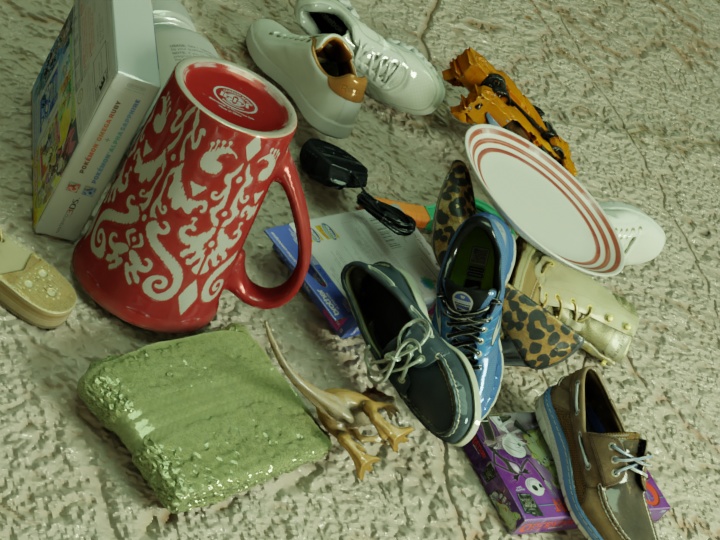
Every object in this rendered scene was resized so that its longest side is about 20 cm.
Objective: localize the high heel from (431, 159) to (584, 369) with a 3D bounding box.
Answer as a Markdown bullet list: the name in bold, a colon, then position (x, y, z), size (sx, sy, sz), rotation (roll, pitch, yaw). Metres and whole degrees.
- **high heel**: position (0.141, -0.007, 1.479), size (0.071, 0.142, 0.200), rotation (12, 77, -69)

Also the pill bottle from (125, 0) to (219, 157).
- **pill bottle**: position (-0.177, -0.161, 1.470), size (0.114, 0.114, 0.200), rotation (8, 43, -36)

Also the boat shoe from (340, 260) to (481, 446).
- **boat shoe**: position (0.041, 0.067, 1.361), size (0.062, 0.075, 0.200), rotation (17, 39, -43)

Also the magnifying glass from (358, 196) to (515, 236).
- **magnifying glass**: position (0.083, -0.054, 1.660), size (0.200, 0.022, 0.080), rotation (7, 44, -36)

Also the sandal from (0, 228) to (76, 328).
- **sandal**: position (-0.307, -0.043, 1.249), size (0.212, 0.070, 0.078), rotation (35, 33, -2)

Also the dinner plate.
- **dinner plate**: position (0.173, -0.064, 1.519), size (0.200, 0.024, 0.200), rotation (30, 31, -20)

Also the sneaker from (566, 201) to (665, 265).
- **sneaker**: position (0.243, -0.029, 1.630), size (0.200, 0.073, 0.085), rotation (11, 29, -29)

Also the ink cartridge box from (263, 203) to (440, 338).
- **ink cartridge box**: position (0.000, 0.000, 1.503), size (0.200, 0.042, 0.119), rotation (-11, 57, -51)

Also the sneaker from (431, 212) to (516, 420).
- **sneaker**: position (0.091, 0.043, 1.407), size (0.078, 0.200, 0.089), rotation (5, -6, 14)

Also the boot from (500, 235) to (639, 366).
- **boot**: position (0.206, 0.047, 1.600), size (0.155, 0.073, 0.200), rotation (35, 24, -2)

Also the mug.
- **mug**: position (-0.124, -0.064, 1.310), size (0.177, 0.200, 0.134), rotation (6, 37, -34)

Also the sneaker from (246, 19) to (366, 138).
- **sneaker**: position (-0.050, -0.226, 1.666), size (0.073, 0.085, 0.200), rotation (3, 34, -41)

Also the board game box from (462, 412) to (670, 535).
- **board game box**: position (0.189, 0.184, 1.463), size (0.200, 0.032, 0.120), rotation (3, 50, -40)

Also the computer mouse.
- **computer mouse**: position (-0.006, -0.077, 1.554), size (0.059, 0.034, 0.200), rotation (14, 20, -34)

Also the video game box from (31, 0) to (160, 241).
- **video game box**: position (-0.231, -0.156, 1.355), size (0.047, 0.182, 0.200), rotation (18, 38, -27)

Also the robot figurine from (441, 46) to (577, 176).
- **robot figurine**: position (0.177, -0.160, 1.801), size (0.200, 0.058, 0.145), rotation (41, 26, -33)

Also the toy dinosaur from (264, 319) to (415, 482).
- **toy dinosaur**: position (-0.019, 0.116, 1.305), size (0.106, 0.060, 0.200), rotation (42, 4, 28)

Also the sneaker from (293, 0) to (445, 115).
- **sneaker**: position (0.006, -0.238, 1.746), size (0.200, 0.075, 0.081), rotation (36, 14, -5)

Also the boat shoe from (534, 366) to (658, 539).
- **boat shoe**: position (0.220, 0.173, 1.414), size (0.072, 0.072, 0.200), rotation (6, 45, -38)

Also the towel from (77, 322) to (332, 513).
- **towel**: position (-0.120, 0.116, 1.257), size (0.148, 0.037, 0.200), rotation (50, 33, 18)
